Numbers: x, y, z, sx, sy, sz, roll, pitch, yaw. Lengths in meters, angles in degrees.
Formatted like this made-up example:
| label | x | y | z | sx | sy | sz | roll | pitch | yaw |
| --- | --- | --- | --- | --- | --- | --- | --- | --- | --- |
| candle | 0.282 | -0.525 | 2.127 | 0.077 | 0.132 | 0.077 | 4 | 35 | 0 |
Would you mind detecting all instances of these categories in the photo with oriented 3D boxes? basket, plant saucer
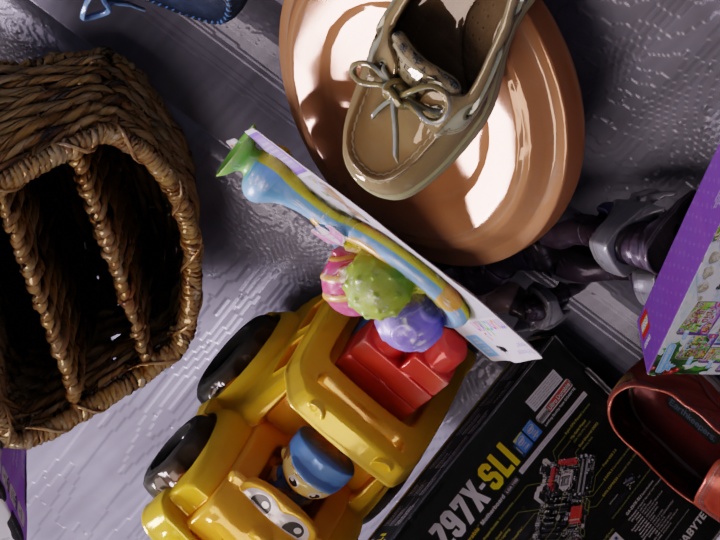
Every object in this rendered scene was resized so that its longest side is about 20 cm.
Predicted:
| label | x | y | z | sx | sy | sz | roll | pitch | yaw |
| --- | --- | --- | --- | --- | --- | --- | --- | --- | --- |
| basket | -0.167 | -0.011 | 1.721 | 0.142 | 0.149 | 0.200 | -7 | 132 | 6 |
| plant saucer | 0.031 | -0.094 | 1.557 | 0.200 | 0.032 | 0.201 | 22 | 126 | 33 |

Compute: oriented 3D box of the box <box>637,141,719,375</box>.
| label | x | y | z | sx | sy | sz | roll | pitch | yaw |
| --- | --- | --- | --- | --- | --- | --- | --- | --- | --- |
| box | 0.234 | -0.015 | 1.482 | 0.136 | 0.039 | 0.200 | 2 | 144 | -13 |

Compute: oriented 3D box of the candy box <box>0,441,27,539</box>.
| label | x | y | z | sx | sy | sz | roll | pitch | yaw |
| --- | --- | --- | --- | --- | --- | --- | --- | --- | --- |
| candy box | -0.263 | 0.052 | 1.774 | 0.071 | 0.168 | 0.200 | -11 | 136 | 4 |

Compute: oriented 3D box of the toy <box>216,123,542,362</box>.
| label | x | y | z | sx | sy | sz | roll | pitch | yaw |
| --- | --- | --- | --- | --- | --- | --- | --- | --- | --- |
| toy | 0.000 | 0.000 | 1.602 | 0.200 | 0.047 | 0.115 | 42 | 172 | -7 |

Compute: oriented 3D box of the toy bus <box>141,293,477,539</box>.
| label | x | y | z | sx | sy | sz | roll | pitch | yaw |
| --- | --- | --- | --- | --- | --- | --- | --- | --- | --- |
| toy bus | -0.013 | 0.090 | 1.717 | 0.136 | 0.200 | 0.192 | 41 | 135 | -10 |

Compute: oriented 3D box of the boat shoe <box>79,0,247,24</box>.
| label | x | y | z | sx | sy | sz | roll | pitch | yaw |
| --- | --- | --- | --- | --- | --- | --- | --- | --- | --- |
| boat shoe | -0.158 | -0.181 | 1.624 | 0.199 | 0.069 | 0.084 | 24 | 142 | 14 |

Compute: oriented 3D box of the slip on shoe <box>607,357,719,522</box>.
| label | x | y | z | sx | sy | sz | roll | pitch | yaw |
| --- | --- | --- | --- | --- | --- | --- | --- | --- | --- |
| slip on shoe | 0.216 | 0.121 | 1.628 | 0.200 | 0.061 | 0.074 | 42 | 126 | 24 |

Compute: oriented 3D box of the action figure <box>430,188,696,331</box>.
| label | x | y | z | sx | sy | sz | roll | pitch | yaw |
| --- | --- | --- | --- | --- | --- | --- | --- | --- | --- |
| action figure | 0.106 | -0.015 | 1.614 | 0.199 | 0.069 | 0.130 | 6 | 142 | 38 |

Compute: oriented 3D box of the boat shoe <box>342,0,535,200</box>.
| label | x | y | z | sx | sy | sz | roll | pitch | yaw |
| --- | --- | --- | --- | --- | --- | --- | --- | --- | --- |
| boat shoe | 0.044 | -0.124 | 1.461 | 0.073 | 0.063 | 0.200 | 34 | 108 | 16 |

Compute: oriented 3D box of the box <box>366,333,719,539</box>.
| label | x | y | z | sx | sy | sz | roll | pitch | yaw |
| --- | --- | --- | --- | --- | --- | --- | --- | --- | --- |
| box | 0.102 | 0.164 | 1.700 | 0.160 | 0.200 | 0.049 | 42 | 163 | -11 |
